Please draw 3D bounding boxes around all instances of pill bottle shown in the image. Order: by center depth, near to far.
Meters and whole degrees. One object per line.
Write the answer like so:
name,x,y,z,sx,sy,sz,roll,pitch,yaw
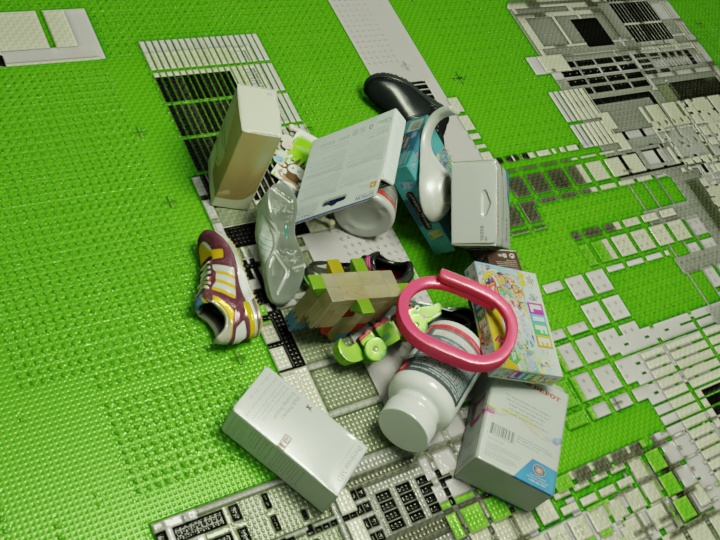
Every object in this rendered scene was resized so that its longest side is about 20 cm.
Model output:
pill bottle,0.112,0.186,1.542,0.119,0.120,0.200,37,49,3
pill bottle,0.018,-0.173,1.754,0.112,0.114,0.203,19,51,-13

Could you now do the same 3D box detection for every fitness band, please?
fitness band,0.152,0.080,1.517,0.197,0.038,0.145,22,59,4

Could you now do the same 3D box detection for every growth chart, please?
growth chart,-0.097,-0.179,1.765,0.142,0.018,0.202,21,50,-11

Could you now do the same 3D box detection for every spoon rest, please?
spoon rest,0.135,-0.188,1.704,0.099,0.060,0.204,14,82,-56

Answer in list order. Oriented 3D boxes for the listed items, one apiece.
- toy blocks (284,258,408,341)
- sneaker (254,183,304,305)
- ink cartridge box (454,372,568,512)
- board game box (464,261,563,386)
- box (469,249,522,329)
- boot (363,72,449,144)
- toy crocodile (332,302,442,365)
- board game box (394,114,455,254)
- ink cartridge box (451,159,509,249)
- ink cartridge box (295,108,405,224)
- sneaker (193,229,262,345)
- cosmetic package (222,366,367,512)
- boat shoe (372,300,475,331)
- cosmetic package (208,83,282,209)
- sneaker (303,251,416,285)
toy blocks,-0.030,0.062,1.556,0.197,0.137,0.101,-3,57,-40
sneaker,-0.141,-0.038,1.614,0.069,0.080,0.204,6,73,-31
ink cartridge box,0.251,0.268,1.577,0.143,0.085,0.202,27,51,-7
board game box,0.253,0.087,1.598,0.132,0.034,0.203,11,52,-28
box,0.253,0.074,1.707,0.074,0.101,0.203,2,56,-25
boot,0.089,-0.288,1.895,0.198,0.077,0.170,25,46,-16
toy crocodile,0.047,0.101,1.574,0.198,0.067,0.063,-29,88,-15
board game box,0.130,-0.157,1.770,0.201,0.046,0.152,57,38,-31
ink cartridge box,0.217,-0.113,1.727,0.082,0.200,0.148,0,89,15
ink cartridge box,-0.021,-0.167,1.656,0.041,0.197,0.203,42,48,-36
sneaker,-0.229,0.023,1.517,0.089,0.075,0.202,-11,62,-38
cosmetic package,-0.097,0.250,1.425,0.199,0.074,0.102,36,49,3
boat shoe,0.111,0.077,1.657,0.196,0.062,0.074,12,54,-18
cosmetic package,-0.197,-0.204,1.611,0.070,0.201,0.107,5,54,-22
sneaker,0.000,0.000,1.628,0.196,0.085,0.078,2,44,-8
